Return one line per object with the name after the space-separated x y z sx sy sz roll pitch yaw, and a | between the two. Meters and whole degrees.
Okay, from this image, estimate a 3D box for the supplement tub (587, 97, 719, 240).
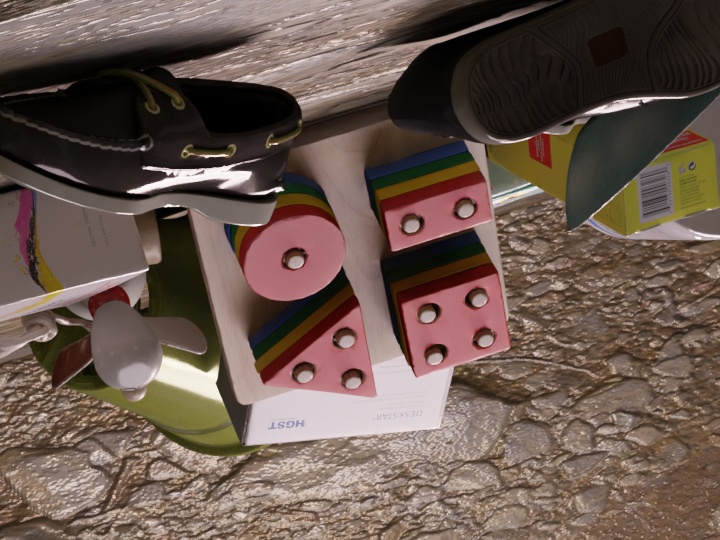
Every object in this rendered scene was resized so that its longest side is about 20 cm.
0.237 -0.088 1.840 0.132 0.132 0.200 -17 -176 -13 | supplement tub

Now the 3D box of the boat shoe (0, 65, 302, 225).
-0.097 -0.062 1.072 0.072 0.061 0.201 32 -165 28 | boat shoe

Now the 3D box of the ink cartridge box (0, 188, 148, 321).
-0.208 -0.007 1.436 0.200 0.068 0.116 -16 178 -35 | ink cartridge box

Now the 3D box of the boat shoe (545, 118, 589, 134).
0.127 -0.125 1.479 0.200 0.073 0.062 -4 125 -50 | boat shoe

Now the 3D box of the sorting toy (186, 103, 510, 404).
0.000 0.000 1.591 0.198 0.200 0.070 -17 -139 -7 | sorting toy

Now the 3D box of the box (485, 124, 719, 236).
0.154 -0.081 1.603 0.075 0.050 0.200 -16 -155 -19 | box

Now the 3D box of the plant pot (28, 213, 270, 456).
-0.149 0.034 1.809 0.200 0.200 0.190 -18 165 26 | plant pot

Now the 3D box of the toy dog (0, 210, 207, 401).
-0.166 0.033 1.583 0.132 0.096 0.200 -4 -148 10 | toy dog

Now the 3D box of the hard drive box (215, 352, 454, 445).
-0.008 0.020 1.703 0.156 0.200 0.077 -3 -144 -21 | hard drive box

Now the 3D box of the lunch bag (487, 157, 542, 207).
0.074 -0.075 1.812 0.200 0.077 0.160 -17 178 2 | lunch bag

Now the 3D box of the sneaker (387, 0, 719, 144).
0.114 -0.120 1.302 0.200 0.075 0.106 -17 -170 -24 | sneaker

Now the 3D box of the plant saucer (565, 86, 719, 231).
0.179 -0.106 1.409 0.201 0.039 0.201 -46 -178 2 | plant saucer
